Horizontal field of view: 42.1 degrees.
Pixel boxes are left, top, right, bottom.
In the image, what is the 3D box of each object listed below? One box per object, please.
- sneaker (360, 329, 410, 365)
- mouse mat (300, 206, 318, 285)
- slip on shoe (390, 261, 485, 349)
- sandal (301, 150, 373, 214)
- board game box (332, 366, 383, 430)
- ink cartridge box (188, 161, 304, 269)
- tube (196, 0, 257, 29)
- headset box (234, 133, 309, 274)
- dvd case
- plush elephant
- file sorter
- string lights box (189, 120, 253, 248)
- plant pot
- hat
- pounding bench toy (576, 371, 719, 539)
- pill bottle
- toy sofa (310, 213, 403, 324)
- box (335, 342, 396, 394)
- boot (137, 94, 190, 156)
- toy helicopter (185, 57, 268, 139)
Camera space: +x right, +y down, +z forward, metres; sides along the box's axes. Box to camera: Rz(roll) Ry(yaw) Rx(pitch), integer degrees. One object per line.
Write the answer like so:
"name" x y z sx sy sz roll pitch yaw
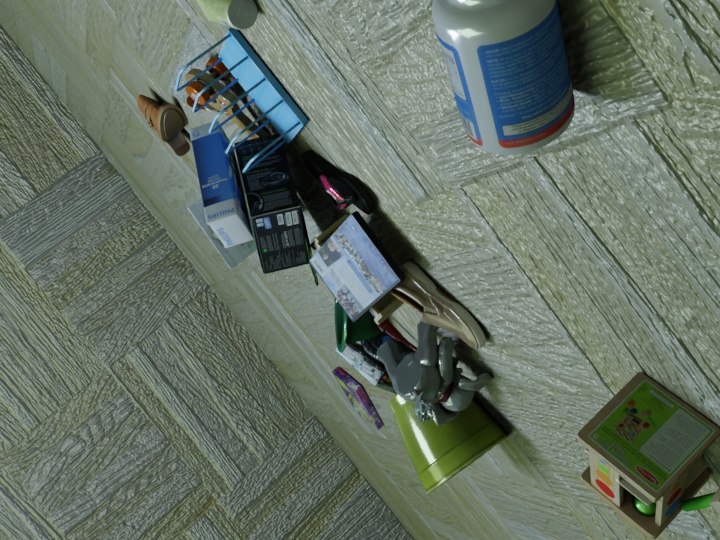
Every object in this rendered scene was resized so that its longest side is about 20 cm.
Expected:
"sneaker" 0.074 0.194 2.014 0.200 0.073 0.082 37 159 39
"mouse mat" -0.112 -0.076 1.828 0.200 0.007 0.162 -118 16 -65
"slip on shoe" 0.128 0.070 1.603 0.200 0.061 0.076 46 164 16
"sandal" -0.047 -0.143 1.624 0.200 0.045 0.075 37 160 39
"board game box" -0.007 0.376 2.746 0.120 0.032 0.200 40 163 45
"ink cartridge box" -0.232 -0.126 1.886 0.161 0.200 0.047 57 163 -25
"tube" -0.224 -0.420 1.482 0.200 0.052 0.058 33 116 55
"headset box" -0.166 -0.130 1.746 0.175 0.092 0.201 86 169 -55
"dvd case" -0.009 -0.003 1.649 0.143 0.018 0.200 53 145 5
"plush elephant" 0.148 0.199 1.725 0.154 0.165 0.201 18 -136 -36
"file sorter" -0.208 -0.283 1.607 0.200 0.123 0.139 51 165 -5
"string lights box" -0.250 -0.154 1.680 0.103 0.059 0.201 65 -171 -64
"plant pot" 0.158 0.306 1.861 0.193 0.200 0.201 55 166 13
"hat" 0.040 0.099 1.992 0.166 0.175 0.201 113 155 -70
"pounding bench toy" 0.395 0.265 1.198 0.200 0.124 0.156 39 161 35
"pill bottle" 0.128 -0.214 0.855 0.112 0.112 0.201 36 159 41
"toy sofa" 0.000 0.000 1.757 0.200 0.083 0.098 49 164 4
"box" 0.046 0.222 2.082 0.137 0.040 0.200 38 -175 34
"boot" -0.483 -0.379 2.263 0.155 0.077 0.200 49 172 18
"toy helicopter" -0.254 -0.305 1.780 0.200 0.079 0.132 42 161 -21
